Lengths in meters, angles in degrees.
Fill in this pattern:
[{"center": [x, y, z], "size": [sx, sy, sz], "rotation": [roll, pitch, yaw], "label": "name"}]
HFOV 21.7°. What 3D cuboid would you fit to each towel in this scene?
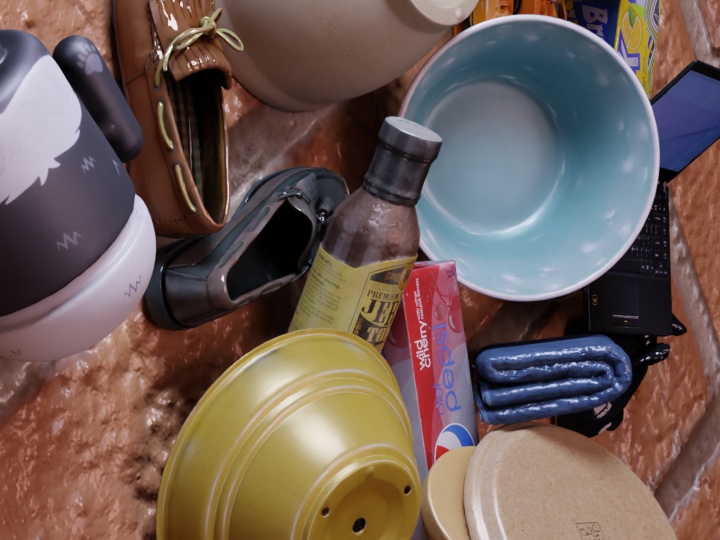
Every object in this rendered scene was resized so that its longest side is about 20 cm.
[{"center": [0.137, 0.076, 1.355], "size": [0.200, 0.111, 0.049], "rotation": [2, 81, -86], "label": "towel"}]

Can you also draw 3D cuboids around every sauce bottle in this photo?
[{"center": [0.000, 0.000, 1.222], "size": [0.064, 0.065, 0.201], "rotation": [-3, 118, -53], "label": "sauce bottle"}]

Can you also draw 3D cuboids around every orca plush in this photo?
[{"center": [0.237, 0.079, 1.594], "size": [0.200, 0.071, 0.106], "rotation": [-25, 107, -51], "label": "orca plush"}]

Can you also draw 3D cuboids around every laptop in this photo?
[{"center": [0.253, -0.051, 1.492], "size": [0.177, 0.103, 0.202], "rotation": [6, 82, -59], "label": "laptop"}]

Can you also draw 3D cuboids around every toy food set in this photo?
[{"center": [0.141, 0.192, 1.259], "size": [0.199, 0.049, 0.199], "rotation": [-14, 66, -49], "label": "toy food set"}]

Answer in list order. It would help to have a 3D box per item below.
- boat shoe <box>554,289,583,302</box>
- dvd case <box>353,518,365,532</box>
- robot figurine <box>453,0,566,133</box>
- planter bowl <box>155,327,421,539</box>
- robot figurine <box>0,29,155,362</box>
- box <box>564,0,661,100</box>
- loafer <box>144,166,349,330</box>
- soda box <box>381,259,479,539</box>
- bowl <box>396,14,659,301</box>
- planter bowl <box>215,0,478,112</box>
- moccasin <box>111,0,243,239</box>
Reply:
[{"center": [0.174, -0.012, 1.516], "size": [0.199, 0.074, 0.069], "rotation": [-18, 96, -53], "label": "boat shoe"}, {"center": [0.037, 0.140, 1.362], "size": [0.146, 0.022, 0.202], "rotation": [-35, 115, -49], "label": "dvd case"}, {"center": [0.121, -0.156, 1.471], "size": [0.144, 0.058, 0.202], "rotation": [0, 86, -52], "label": "robot figurine"}, {"center": [-0.023, 0.144, 1.169], "size": [0.199, 0.083, 0.202], "rotation": [-19, 121, -36], "label": "planter bowl"}, {"center": [-0.192, -0.045, 0.992], "size": [0.201, 0.149, 0.125], "rotation": [59, 8, -30], "label": "robot figurine"}, {"center": [0.203, -0.166, 1.580], "size": [0.070, 0.064, 0.202], "rotation": [28, 65, -48], "label": "box"}, {"center": [-0.056, -0.014, 1.216], "size": [0.200, 0.063, 0.072], "rotation": [-37, 116, -48], "label": "loafer"}, {"center": [0.036, 0.097, 1.295], "size": [0.070, 0.063, 0.202], "rotation": [-12, 95, -51], "label": "soda box"}, {"center": [0.106, -0.082, 1.368], "size": [0.199, 0.105, 0.203], "rotation": [-1, 94, -13], "label": "bowl"}, {"center": [0.000, -0.213, 1.253], "size": [0.200, 0.134, 0.202], "rotation": [7, 81, -52], "label": "planter bowl"}, {"center": [-0.108, -0.122, 1.145], "size": [0.073, 0.077, 0.203], "rotation": [8, 80, -52], "label": "moccasin"}]
